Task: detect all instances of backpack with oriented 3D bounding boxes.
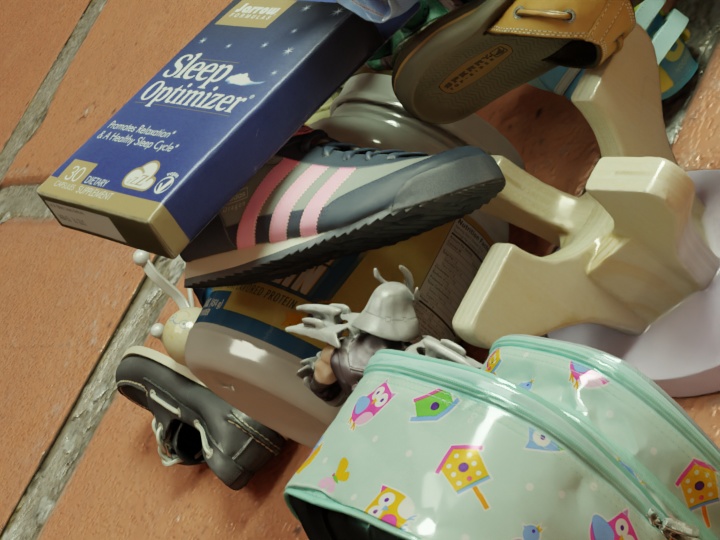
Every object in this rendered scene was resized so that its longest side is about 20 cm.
[{"bbox_3d":[0.074,0.113,0.761,0.153,0.200,0.176,-60,28,-11],"label":"backpack"}]

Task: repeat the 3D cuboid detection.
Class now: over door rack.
[{"bbox_3d":[-0.100,-0.050,1.332,0.148,0.067,0.200,-36,34,29],"label":"over door rack"}]

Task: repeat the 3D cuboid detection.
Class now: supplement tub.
[{"bbox_3d":[0.000,0.000,1.047,0.145,0.145,0.200,4,63,57],"label":"supplement tub"}]

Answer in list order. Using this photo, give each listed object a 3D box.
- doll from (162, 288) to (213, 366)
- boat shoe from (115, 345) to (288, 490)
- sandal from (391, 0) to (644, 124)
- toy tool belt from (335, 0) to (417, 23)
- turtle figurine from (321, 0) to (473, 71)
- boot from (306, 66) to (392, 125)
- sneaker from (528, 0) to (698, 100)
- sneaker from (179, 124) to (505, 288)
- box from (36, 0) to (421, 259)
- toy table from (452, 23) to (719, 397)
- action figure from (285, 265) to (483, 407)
[{"bbox_3d":[-0.060,-0.012,1.191,0.136,0.048,0.200,27,67,35],"label":"doll"},{"bbox_3d":[-0.121,0.101,1.198,0.200,0.073,0.063,12,66,54],"label":"boat shoe"},{"bbox_3d":[0.094,-0.124,0.876,0.200,0.082,0.055,-34,49,32],"label":"sandal"},{"bbox_3d":[0.008,-0.179,0.899,0.123,0.125,0.200,-49,10,35],"label":"toy tool belt"},{"bbox_3d":[0.035,-0.165,1.099,0.101,0.200,0.150,51,128,24],"label":"turtle figurine"},{"bbox_3d":[-0.023,-0.187,1.217,0.073,0.156,0.200,-3,19,29],"label":"boot"},{"bbox_3d":[0.141,-0.168,1.006,0.080,0.130,0.200,-53,-17,-28],"label":"sneaker"},{"bbox_3d":[-0.020,-0.048,0.920,0.200,0.070,0.082,-15,80,31],"label":"sneaker"},{"bbox_3d":[-0.070,-0.092,0.941,0.200,0.032,0.121,-46,33,-21],"label":"box"},{"bbox_3d":[0.133,-0.021,0.903,0.200,0.117,0.184,-11,50,53],"label":"toy table"},{"bbox_3d":[0.019,0.090,0.896,0.130,0.069,0.200,24,123,49],"label":"action figure"}]
